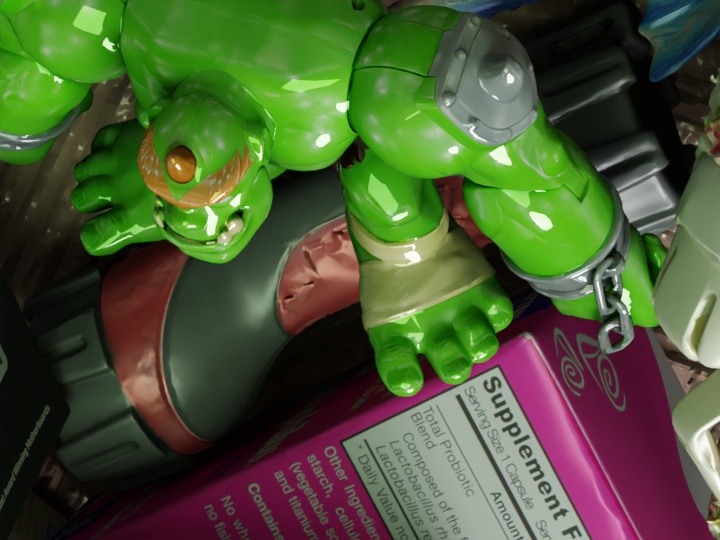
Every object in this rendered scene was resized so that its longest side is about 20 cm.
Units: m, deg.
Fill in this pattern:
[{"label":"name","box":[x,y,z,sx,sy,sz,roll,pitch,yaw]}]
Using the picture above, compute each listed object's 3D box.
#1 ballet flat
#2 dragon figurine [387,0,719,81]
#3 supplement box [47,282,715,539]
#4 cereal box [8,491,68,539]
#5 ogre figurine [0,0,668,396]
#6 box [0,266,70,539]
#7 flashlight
[{"label":"ballet flat","box":[0.109,0.019,0.747,0.064,0.076,0.200,-24,133,-8]},{"label":"dragon figurine","box":[0.075,-0.092,0.756,0.099,0.059,0.200,27,124,-18]},{"label":"supplement box","box":[0.002,0.088,0.861,0.199,0.101,0.104,-26,95,21]},{"label":"cereal box","box":[-0.176,0.096,0.934,0.144,0.040,0.200,-29,122,25]},{"label":"ogre figurine","box":[-0.023,-0.040,0.743,0.200,0.098,0.120,35,163,23]},{"label":"box","box":[-0.148,0.035,0.720,0.050,0.200,0.158,-9,121,19]},{"label":"flashlight","box":[0.000,0.000,0.830,0.199,0.068,0.068,-22,124,20]}]
